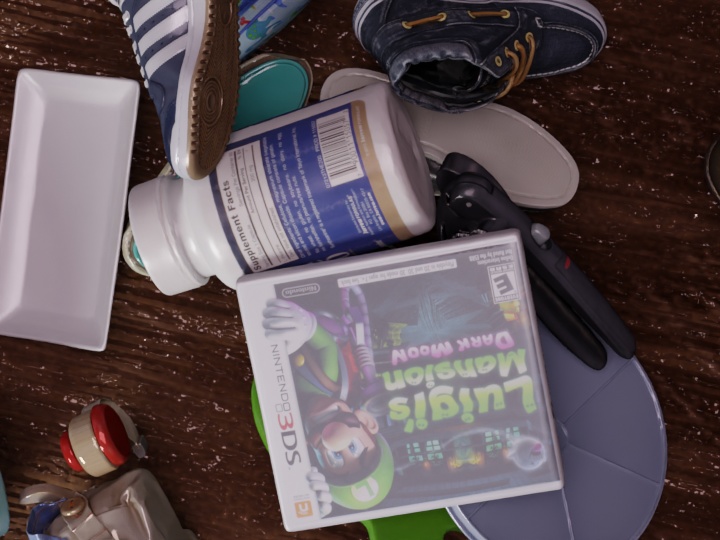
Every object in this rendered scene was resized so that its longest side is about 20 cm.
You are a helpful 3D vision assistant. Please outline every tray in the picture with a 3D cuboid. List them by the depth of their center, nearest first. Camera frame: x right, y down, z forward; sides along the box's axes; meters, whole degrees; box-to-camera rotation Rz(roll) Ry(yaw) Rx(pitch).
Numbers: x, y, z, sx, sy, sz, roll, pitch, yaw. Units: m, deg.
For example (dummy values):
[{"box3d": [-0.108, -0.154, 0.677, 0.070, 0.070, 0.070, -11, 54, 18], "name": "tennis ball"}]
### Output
[{"box3d": [-0.218, -0.046, 1.750, 0.107, 0.022, 0.201, 8, 92, 23], "name": "tray"}]

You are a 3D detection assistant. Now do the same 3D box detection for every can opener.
[{"box3d": [0.126, -0.002, 1.654, 0.200, 0.063, 0.079, 44, 51, -19], "name": "can opener"}]

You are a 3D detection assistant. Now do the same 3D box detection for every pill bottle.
[{"box3d": [-0.056, -0.050, 1.645, 0.199, 0.111, 0.112, -18, 89, 12], "name": "pill bottle"}]

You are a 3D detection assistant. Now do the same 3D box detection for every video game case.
[{"box3d": [0.028, 0.077, 1.612, 0.199, 0.023, 0.183, -10, 100, 7], "name": "video game case"}]

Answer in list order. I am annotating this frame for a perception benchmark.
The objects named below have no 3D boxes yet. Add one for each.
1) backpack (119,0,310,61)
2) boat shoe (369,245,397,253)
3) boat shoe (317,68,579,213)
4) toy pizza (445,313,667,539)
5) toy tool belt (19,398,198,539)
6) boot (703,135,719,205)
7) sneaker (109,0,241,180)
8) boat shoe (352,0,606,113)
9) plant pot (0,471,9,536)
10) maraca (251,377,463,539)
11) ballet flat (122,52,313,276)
[{"box3d": [-0.085, -0.228, 1.685, 0.199, 0.163, 0.154, -24, 104, 11], "name": "backpack"}, {"box3d": [0.000, 0.000, 1.722, 0.200, 0.064, 0.071, 35, 93, 3], "name": "boat shoe"}, {"box3d": [0.061, -0.086, 1.719, 0.199, 0.060, 0.074, 17, 61, 1], "name": "boat shoe"}, {"box3d": [0.131, 0.122, 1.694, 0.199, 0.032, 0.201, 7, 74, -24], "name": "toy pizza"}, {"box3d": [-0.195, 0.205, 1.709, 0.122, 0.125, 0.201, -23, 108, 11], "name": "toy tool belt"}, {"box3d": [0.318, -0.016, 1.678, 0.075, 0.097, 0.200, -42, 87, 4], "name": "boot"}, {"box3d": [-0.142, -0.164, 1.601, 0.108, 0.070, 0.201, 4, 93, 21], "name": "sneaker"}, {"box3d": [0.096, -0.150, 1.664, 0.199, 0.091, 0.071, 1, 130, -24], "name": "boat shoe"}, {"box3d": [-0.336, 0.158, 1.704, 0.134, 0.200, 0.201, -20, 89, -21], "name": "plant pot"}, {"box3d": [0.007, 0.126, 1.694, 0.137, 0.107, 0.200, -35, 77, -30], "name": "maraca"}, {"box3d": [-0.112, -0.085, 1.729, 0.067, 0.062, 0.200, 38, 95, -19], "name": "ballet flat"}]
